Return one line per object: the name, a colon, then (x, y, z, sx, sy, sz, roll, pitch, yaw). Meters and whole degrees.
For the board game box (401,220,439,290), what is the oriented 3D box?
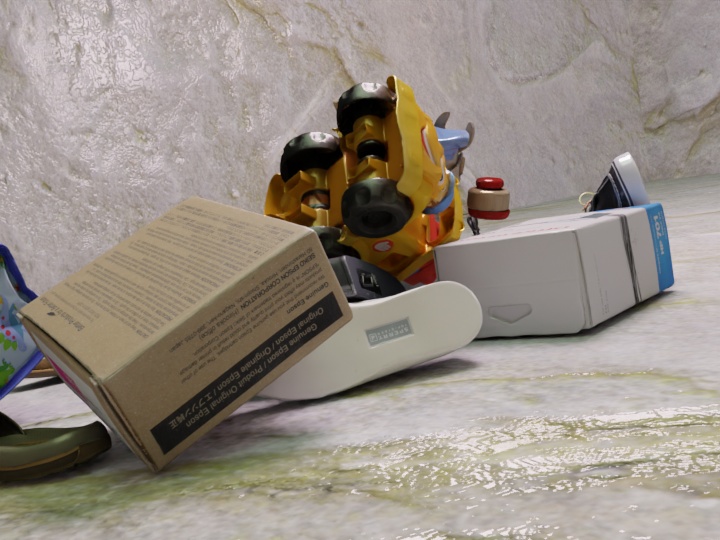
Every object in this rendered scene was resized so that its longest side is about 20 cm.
board game box: (0.000, 0.000, 1.080, 0.102, 0.107, 0.198, -12, 4, -36)

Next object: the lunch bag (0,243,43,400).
lunch bag: (-0.379, 0.082, 0.799, 0.168, 0.129, 0.201, -6, 35, 44)

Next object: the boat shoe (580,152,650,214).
boat shoe: (0.262, -0.049, 0.978, 0.066, 0.073, 0.201, -18, -26, 5)

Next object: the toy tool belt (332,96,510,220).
toy tool belt: (0.066, -0.121, 0.984, 0.195, 0.126, 0.125, 3, 13, -3)

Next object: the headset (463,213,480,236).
headset: (0.148, -0.053, 1.789, 0.198, 0.096, 0.123, -26, -3, 39)

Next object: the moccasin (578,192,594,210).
moccasin: (0.388, -0.089, 1.496, 0.072, 0.080, 0.201, -7, 5, 26)

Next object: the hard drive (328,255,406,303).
hard drive: (-0.027, 0.031, 0.816, 0.132, 0.043, 0.200, -9, -14, 18)

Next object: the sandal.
sandal: (-0.259, 0.109, 0.610, 0.196, 0.055, 0.080, -9, 5, 10)

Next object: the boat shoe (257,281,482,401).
boat shoe: (-0.006, 0.054, 0.711, 0.196, 0.073, 0.069, -18, -15, -16)

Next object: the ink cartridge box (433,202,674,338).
ink cartridge box: (0.180, -0.002, 0.852, 0.144, 0.088, 0.198, -6, 4, 38)

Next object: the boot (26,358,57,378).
boot: (-0.292, 0.072, 1.028, 0.196, 0.077, 0.073, -13, 7, -25)

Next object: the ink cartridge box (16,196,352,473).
ink cartridge box: (-0.126, 0.030, 0.640, 0.164, 0.076, 0.199, -37, 28, -21)

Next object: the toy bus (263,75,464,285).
toy bus: (0.030, -0.055, 0.870, 0.190, 0.138, 0.199, 23, -41, -32)
